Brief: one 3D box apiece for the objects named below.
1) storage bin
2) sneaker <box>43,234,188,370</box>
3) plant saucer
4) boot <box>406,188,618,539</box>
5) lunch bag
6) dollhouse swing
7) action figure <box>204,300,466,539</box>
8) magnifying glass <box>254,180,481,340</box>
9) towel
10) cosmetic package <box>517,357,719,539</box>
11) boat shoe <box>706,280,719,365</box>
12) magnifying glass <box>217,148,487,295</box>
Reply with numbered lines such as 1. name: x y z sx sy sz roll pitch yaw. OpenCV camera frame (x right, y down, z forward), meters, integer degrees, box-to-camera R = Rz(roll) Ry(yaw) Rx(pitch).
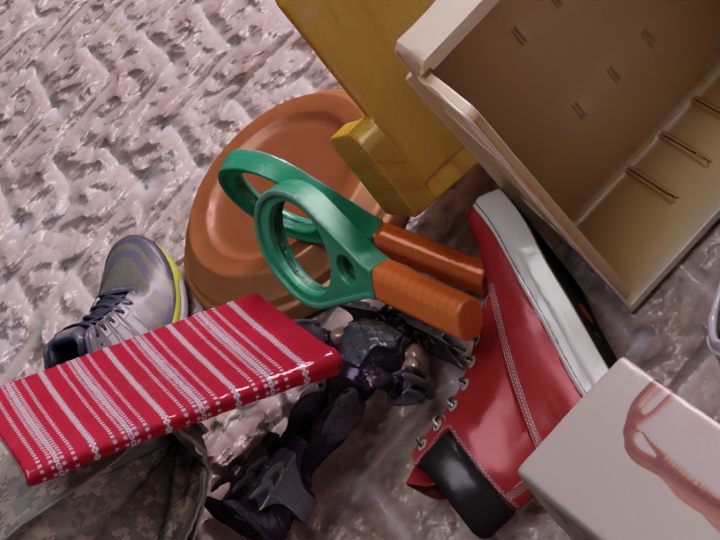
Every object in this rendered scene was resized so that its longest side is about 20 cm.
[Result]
1. storage bin: 0.154 -0.123 1.106 0.200 0.199 0.094 -46 36 -1
2. sneaker: -0.176 0.051 1.330 0.073 0.081 0.201 -19 46 27
3. plant saucer: -0.049 -0.052 1.344 0.199 0.037 0.201 -24 44 25
4. boot: 0.071 0.054 1.123 0.144 0.072 0.201 -35 47 14
5. lunch bag: -0.169 0.153 1.184 0.200 0.118 0.164 -46 18 1
6. dollhouse swing: 0.045 -0.164 1.189 0.200 0.176 0.182 -42 7 -4
7. action figure: -0.015 0.080 1.181 0.200 0.069 0.130 -53 29 -16
8. magnifying glass: 0.000 0.000 1.145 0.022 0.080 0.199 -28 32 -31
9. towel: -0.121 0.070 1.138 0.199 0.023 0.145 -20 20 -17
10. cosmetic package: 0.182 0.140 0.935 0.087 0.103 0.200 -47 41 -5
11. boat shoe: 0.240 -0.025 1.052 0.074 0.065 0.203 3 59 42
12. magnifying glass: -0.005 -0.030 1.229 0.199 0.080 0.022 24 68 22
